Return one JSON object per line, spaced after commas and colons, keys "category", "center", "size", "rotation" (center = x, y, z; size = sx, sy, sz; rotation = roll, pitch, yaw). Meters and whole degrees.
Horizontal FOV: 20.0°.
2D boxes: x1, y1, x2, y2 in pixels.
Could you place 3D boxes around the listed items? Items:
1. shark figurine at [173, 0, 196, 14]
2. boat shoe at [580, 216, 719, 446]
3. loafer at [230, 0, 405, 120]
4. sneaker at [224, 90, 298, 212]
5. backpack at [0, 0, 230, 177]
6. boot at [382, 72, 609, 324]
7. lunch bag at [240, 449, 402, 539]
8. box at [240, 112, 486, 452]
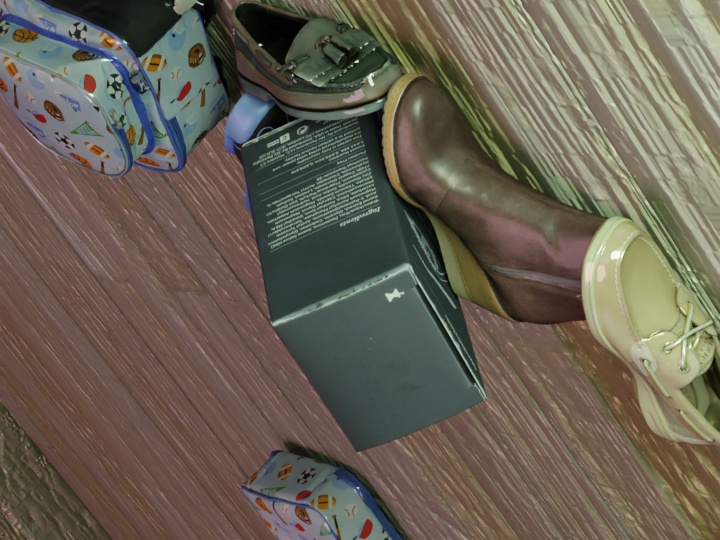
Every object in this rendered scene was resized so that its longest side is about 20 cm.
{"category": "shark figurine", "center": [-0.072, -0.266, 1.242], "size": [0.128, 0.215, 0.089], "rotation": [3, -179, 24]}
{"category": "boat shoe", "center": [0.200, 0.043, 1.314], "size": [0.065, 0.072, 0.200], "rotation": [16, 147, 41]}
{"category": "loafer", "center": [-0.040, -0.151, 1.440], "size": [0.200, 0.072, 0.063], "rotation": [20, 138, 58]}
{"category": "sneaker", "center": [-0.053, -0.080, 1.610], "size": [0.078, 0.070, 0.200], "rotation": [36, 164, 18]}
{"category": "backpack", "center": [-0.196, -0.161, 1.639], "size": [0.200, 0.154, 0.191], "rotation": [30, 164, 34]}
{"category": "boot", "center": [0.111, -0.044, 1.367], "size": [0.166, 0.072, 0.200], "rotation": [10, 136, 39]}
{"category": "lunch bag", "center": [-0.036, 0.278, 2.240], "size": [0.160, 0.076, 0.200], "rotation": [54, 159, -25]}
{"category": "box", "center": [0.000, 0.000, 1.445], "size": [0.200, 0.104, 0.148], "rotation": [-102, -14, -49]}
